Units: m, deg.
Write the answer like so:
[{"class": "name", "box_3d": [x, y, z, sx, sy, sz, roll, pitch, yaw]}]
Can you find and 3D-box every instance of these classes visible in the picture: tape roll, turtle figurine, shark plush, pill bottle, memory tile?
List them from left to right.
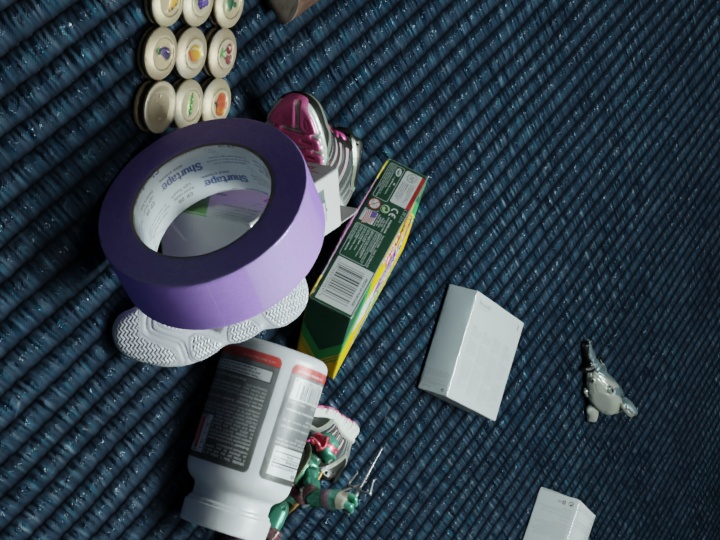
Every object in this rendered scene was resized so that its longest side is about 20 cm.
[{"class": "memory tile", "box_3d": [-0.159, -0.233, 1.486, 0.153, 0.017, 0.202, -12, 113, -60]}, {"class": "tape roll", "box_3d": [-0.135, -0.045, 1.418, 0.201, 0.199, 0.066, -59, 148, -29]}, {"class": "pill bottle", "box_3d": [-0.116, 0.177, 1.643, 0.116, 0.115, 0.201, 32, 75, -61]}, {"class": "turtle figurine", "box_3d": [-0.068, 0.250, 1.726, 0.200, 0.101, 0.150, -46, -177, -7]}, {"class": "shark plush", "box_3d": [0.412, 0.191, 2.724, 0.200, 0.090, 0.084, 46, 39, -35]}]

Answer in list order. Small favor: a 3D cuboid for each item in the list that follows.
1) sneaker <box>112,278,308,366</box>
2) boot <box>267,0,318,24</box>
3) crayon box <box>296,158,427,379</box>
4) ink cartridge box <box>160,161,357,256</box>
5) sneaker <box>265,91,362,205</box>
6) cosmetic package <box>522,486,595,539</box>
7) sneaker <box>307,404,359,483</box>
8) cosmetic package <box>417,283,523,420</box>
[{"class": "sneaker", "box_3d": [-0.158, 0.037, 1.547, 0.199, 0.114, 0.076, -16, 104, -20]}, {"class": "boot", "box_3d": [-0.036, -0.366, 1.616, 0.200, 0.064, 0.188, -32, 127, -47]}, {"class": "crayon box", "box_3d": [0.000, 0.000, 1.773, 0.201, 0.058, 0.173, -61, 173, -26]}, {"class": "ink cartridge box", "box_3d": [-0.098, -0.063, 1.566, 0.200, 0.116, 0.068, -37, 131, -51]}, {"class": "sneaker", "box_3d": [-0.045, -0.134, 1.668, 0.088, 0.073, 0.200, -60, 153, -27]}, {"class": "cosmetic package", "box_3d": [0.320, 0.483, 2.628, 0.201, 0.081, 0.113, -67, 151, -15]}, {"class": "sneaker", "box_3d": [-0.060, 0.202, 1.802, 0.200, 0.073, 0.088, 38, 63, -65]}, {"class": "cosmetic package", "box_3d": [0.158, 0.118, 2.194, 0.200, 0.051, 0.152, 32, 75, -61]}]
